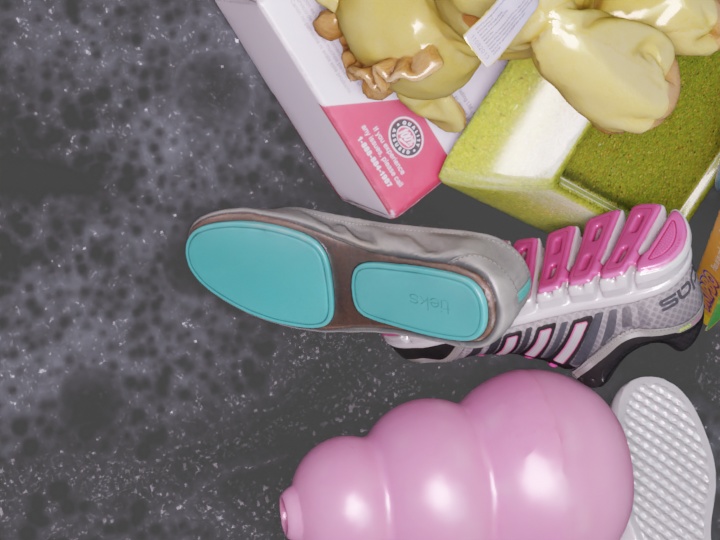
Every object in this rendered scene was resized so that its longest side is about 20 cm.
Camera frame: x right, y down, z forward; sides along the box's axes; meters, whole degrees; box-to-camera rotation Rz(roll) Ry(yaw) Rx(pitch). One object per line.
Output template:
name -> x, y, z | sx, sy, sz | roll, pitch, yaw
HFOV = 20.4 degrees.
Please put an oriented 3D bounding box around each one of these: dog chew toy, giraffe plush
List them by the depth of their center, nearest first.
giraffe plush -> 0.062, -0.136, 0.996 | 0.199, 0.161, 0.174 | -28, 101, -39
dog chew toy -> 0.052, 0.126, 1.141 | 0.198, 0.125, 0.126 | -8, 101, -12

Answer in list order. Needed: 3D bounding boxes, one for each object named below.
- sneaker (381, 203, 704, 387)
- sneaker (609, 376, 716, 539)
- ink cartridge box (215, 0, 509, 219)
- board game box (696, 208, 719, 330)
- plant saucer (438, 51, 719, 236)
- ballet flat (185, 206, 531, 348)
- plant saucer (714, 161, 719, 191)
sneaker -> 0.106, 0.028, 1.123 | 0.088, 0.198, 0.074 | 55, 34, -32
sneaker -> 0.169, 0.173, 1.224 | 0.075, 0.105, 0.202 | 1, 68, -24
ink cartridge box -> 0.042, -0.148, 1.109 | 0.199, 0.085, 0.148 | -38, 110, -14
board game box -> 0.241, -0.029, 1.170 | 0.095, 0.200, 0.030 | -39, 71, -12
plant saucer -> 0.164, -0.097, 1.118 | 0.199, 0.048, 0.201 | 21, 105, -51
ballet flat -> 0.000, 0.000, 1.093 | 0.064, 0.198, 0.068 | -38, 133, -53
plant saucer -> 0.274, -0.123, 1.158 | 0.027, 0.200, 0.201 | 36, 82, 17
